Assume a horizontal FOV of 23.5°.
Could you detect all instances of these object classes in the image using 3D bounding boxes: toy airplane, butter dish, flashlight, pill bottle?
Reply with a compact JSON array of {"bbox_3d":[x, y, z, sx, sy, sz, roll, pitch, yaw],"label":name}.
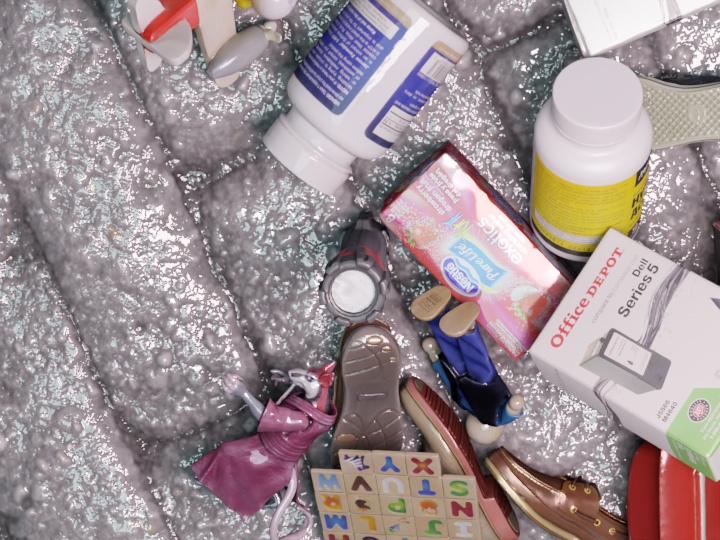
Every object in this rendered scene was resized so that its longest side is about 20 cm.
[{"bbox_3d":[-0.131,-0.264,1.621,0.140,0.200,0.200,18,103,13],"label":"toy airplane"},{"bbox_3d":[0.329,0.226,1.717,0.199,0.147,0.201,-11,102,-36],"label":"butter dish"},{"bbox_3d":[0.000,0.000,1.661,0.068,0.200,0.068,-43,95,10],"label":"flashlight"},{"bbox_3d":[0.215,-0.105,1.619,0.111,0.200,0.112,-2,58,3],"label":"pill bottle"},{"bbox_3d":[0.000,-0.177,1.669,0.120,0.120,0.200,39,101,-4],"label":"pill bottle"}]

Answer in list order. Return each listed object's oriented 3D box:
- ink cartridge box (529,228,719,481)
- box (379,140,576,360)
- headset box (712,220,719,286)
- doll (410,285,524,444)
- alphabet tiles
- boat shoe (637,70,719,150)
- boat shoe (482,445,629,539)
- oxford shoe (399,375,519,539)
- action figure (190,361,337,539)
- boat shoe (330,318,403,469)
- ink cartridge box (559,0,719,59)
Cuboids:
[{"bbox_3d":[0.278,0.076,1.593,0.199,0.084,0.146,30,81,27],"label":"ink cartridge box"},{"bbox_3d":[0.119,-0.021,1.700,0.095,0.100,0.200,-43,96,10],"label":"box"},{"bbox_3d":[0.429,0.014,1.657,0.199,0.077,0.150,-14,113,-10],"label":"headset box"},{"bbox_3d":[0.106,0.100,1.711,0.048,0.136,0.200,-42,136,-19],"label":"doll"},{"bbox_3d":[0.038,0.246,1.742,0.165,0.006,0.201,2,136,10],"label":"alphabet tiles"},{"bbox_3d":[0.305,-0.156,1.681,0.199,0.062,0.075,0,99,20],"label":"boat shoe"},{"bbox_3d":[0.212,0.238,1.761,0.200,0.072,0.068,39,96,-10],"label":"boat shoe"},{"bbox_3d":[0.085,0.203,1.762,0.075,0.070,0.201,-29,96,14],"label":"oxford shoe"},{"bbox_3d":[-0.078,0.171,1.721,0.149,0.134,0.200,51,122,15],"label":"action figure"},{"bbox_3d":[0.006,0.129,1.754,0.075,0.072,0.201,3,121,-9],"label":"boat shoe"},{"bbox_3d":[0.284,-0.275,1.616,0.199,0.147,0.083,-23,97,7],"label":"ink cartridge box"}]
